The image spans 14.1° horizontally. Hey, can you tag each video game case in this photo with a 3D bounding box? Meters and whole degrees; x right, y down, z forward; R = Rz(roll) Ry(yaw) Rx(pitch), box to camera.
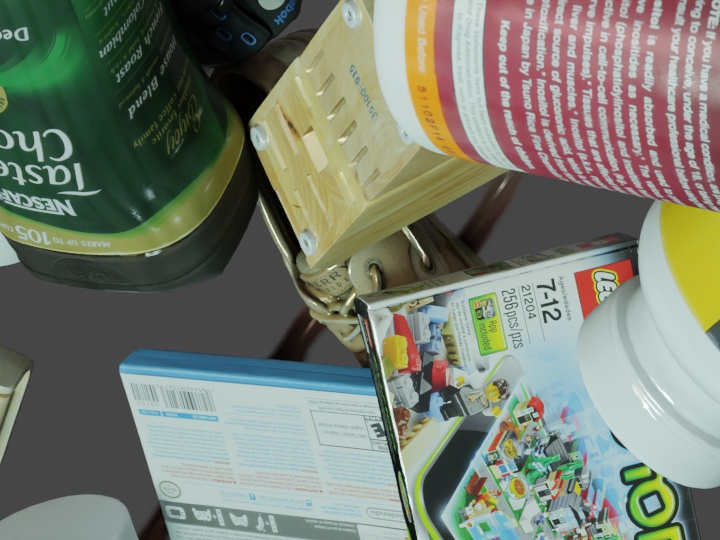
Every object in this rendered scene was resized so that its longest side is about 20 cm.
[{"bbox_3d":[-0.017,0.127,1.210,0.142,0.018,0.201,4,120,34],"label":"video game case"}]

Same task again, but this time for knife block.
[{"bbox_3d":[0.067,-0.083,1.073,0.064,0.175,0.200,65,155,11],"label":"knife block"}]

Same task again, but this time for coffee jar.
[{"bbox_3d":[-0.112,-0.078,1.081,0.104,0.086,0.200,5,141,28],"label":"coffee jar"}]

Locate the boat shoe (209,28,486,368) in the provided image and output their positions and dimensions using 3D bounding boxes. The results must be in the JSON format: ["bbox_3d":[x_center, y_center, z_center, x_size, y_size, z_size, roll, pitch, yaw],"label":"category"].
[{"bbox_3d":[0.000,0.000,1.165,0.071,0.064,0.201,-35,82,36],"label":"boat shoe"}]

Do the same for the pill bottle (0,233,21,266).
[{"bbox_3d":[-0.186,-0.058,1.252,0.199,0.111,0.111,3,105,34],"label":"pill bottle"}]

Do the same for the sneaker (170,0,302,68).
[{"bbox_3d":[-0.053,-0.141,1.104,0.112,0.073,0.200,35,148,-19],"label":"sneaker"}]

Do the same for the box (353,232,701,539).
[{"bbox_3d":[0.073,0.095,1.119,0.109,0.035,0.201,-14,97,-6],"label":"box"}]

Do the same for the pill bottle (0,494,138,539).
[{"bbox_3d":[-0.104,0.201,1.243,0.104,0.104,0.201,-1,116,35],"label":"pill bottle"}]

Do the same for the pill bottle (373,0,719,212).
[{"bbox_3d":[0.113,-0.074,0.899,0.199,0.113,0.114,14,111,29],"label":"pill bottle"}]

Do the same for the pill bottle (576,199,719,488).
[{"bbox_3d":[0.169,-0.010,1.013,0.112,0.112,0.200,53,126,11],"label":"pill bottle"}]

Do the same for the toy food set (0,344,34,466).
[{"bbox_3d":[-0.236,0.078,1.302,0.143,0.061,0.200,24,135,0],"label":"toy food set"}]
